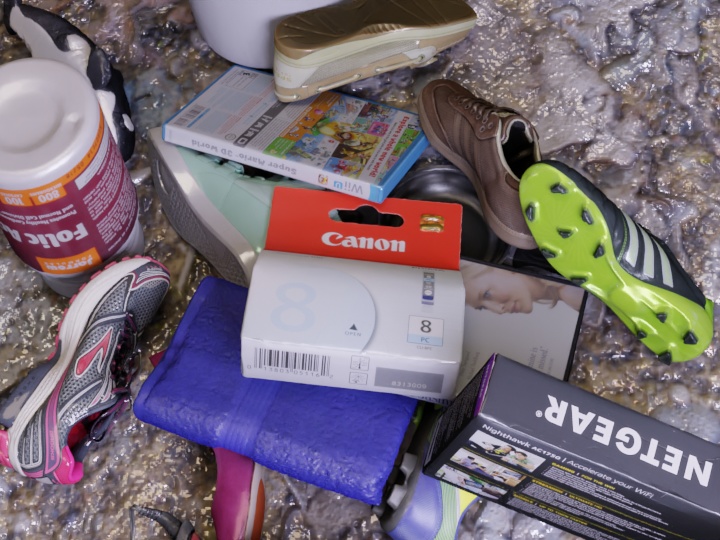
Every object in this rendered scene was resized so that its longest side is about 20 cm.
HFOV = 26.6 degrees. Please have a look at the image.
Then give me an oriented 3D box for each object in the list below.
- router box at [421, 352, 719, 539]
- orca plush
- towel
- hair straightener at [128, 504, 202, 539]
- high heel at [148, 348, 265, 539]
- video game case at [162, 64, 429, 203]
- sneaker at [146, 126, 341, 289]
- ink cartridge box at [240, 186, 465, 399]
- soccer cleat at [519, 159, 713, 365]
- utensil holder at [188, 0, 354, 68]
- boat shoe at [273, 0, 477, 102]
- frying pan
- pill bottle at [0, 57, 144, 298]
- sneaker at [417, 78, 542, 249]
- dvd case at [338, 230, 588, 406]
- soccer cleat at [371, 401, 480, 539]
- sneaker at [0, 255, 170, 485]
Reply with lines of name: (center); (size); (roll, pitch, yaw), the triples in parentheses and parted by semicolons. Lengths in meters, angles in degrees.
router box: (0.156, 0.138, 1.057); (0.198, 0.149, 0.052); (22, 65, -4)
orca plush: (-0.251, -0.169, 1.370); (0.200, 0.071, 0.106); (40, 116, 29)
towel: (-0.056, 0.092, 1.148); (0.198, 0.050, 0.148); (18, 48, 9)
hair straightener: (-0.115, 0.252, 1.114); (0.077, 0.041, 0.200); (-40, 70, -15)
high heel: (-0.121, 0.145, 1.165); (0.095, 0.068, 0.202); (-2, 49, 2)
video game case: (-0.049, -0.119, 1.291); (0.198, 0.018, 0.143); (17, 33, 15)
sneaker: (-0.095, -0.065, 1.281); (0.117, 0.074, 0.201); (-26, 53, -23)
ink cartridge box: (0.000, 0.000, 1.147); (0.158, 0.048, 0.202); (6, 48, 1)
soccer cleat: (0.198, -0.013, 1.176); (0.200, 0.067, 0.081); (46, 36, -9)
utensil holder: (-0.088, -0.302, 1.326); (0.167, 0.201, 0.172); (-3, 57, 4)
boat shoe: (0.013, -0.198, 1.336); (0.199, 0.064, 0.073); (-20, 47, -29)
frying pan: (0.108, -0.034, 1.257); (0.187, 0.031, 0.116); (2, 59, -3)
pill bottle: (-0.241, -0.066, 1.217); (0.112, 0.201, 0.116); (-3, 60, 5)
sneaker: (0.114, -0.108, 1.252); (0.070, 0.076, 0.201); (-1, 43, -32)
dvd case: (0.066, 0.042, 1.158); (0.197, 0.018, 0.144); (13, 47, 9)
soccer cleat: (0.079, 0.128, 1.164); (0.083, 0.065, 0.201); (33, 61, -10)
sneaker: (-0.205, 0.080, 1.199); (0.074, 0.081, 0.201); (20, 67, 25)
